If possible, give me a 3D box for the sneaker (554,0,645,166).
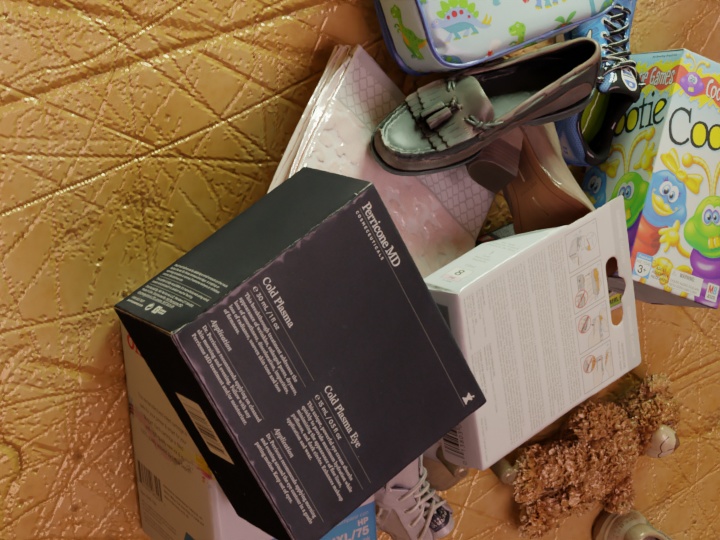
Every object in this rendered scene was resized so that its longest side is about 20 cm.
[{"bbox_3d":[0.211,-0.181,1.641,0.078,0.089,0.201,2,106,-35],"label":"sneaker"}]

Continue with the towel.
[{"bbox_3d":[0.020,-0.051,1.511,0.200,0.032,0.191,45,50,-29],"label":"towel"}]

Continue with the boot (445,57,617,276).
[{"bbox_3d":[0.144,-0.099,1.598,0.070,0.146,0.200,-29,128,30],"label":"boot"}]

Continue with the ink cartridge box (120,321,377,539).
[{"bbox_3d":[-0.088,0.126,1.521,0.146,0.147,0.201,-16,115,-27],"label":"ink cartridge box"}]

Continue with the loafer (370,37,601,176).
[{"bbox_3d":[0.099,-0.136,1.496,0.200,0.072,0.063,-23,158,-21],"label":"loafer"}]

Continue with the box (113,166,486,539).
[{"bbox_3d":[-0.040,0.061,1.376,0.182,0.104,0.200,-36,115,-19],"label":"box"}]

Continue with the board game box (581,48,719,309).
[{"bbox_3d":[0.264,-0.078,1.666,0.105,0.103,0.201,17,84,-27],"label":"board game box"}]

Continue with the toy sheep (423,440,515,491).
[{"bbox_3d":[0.091,0.097,1.636,0.138,0.138,0.200,8,111,-35],"label":"toy sheep"}]

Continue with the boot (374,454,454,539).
[{"bbox_3d":[0.044,0.177,1.591,0.096,0.200,0.074,42,70,7],"label":"boot"}]

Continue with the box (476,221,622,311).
[{"bbox_3d":[0.193,-0.009,1.726,0.200,0.035,0.110,-24,118,-24],"label":"box"}]

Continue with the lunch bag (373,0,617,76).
[{"bbox_3d":[0.102,-0.252,1.534,0.200,0.082,0.161,-23,100,-26],"label":"lunch bag"}]

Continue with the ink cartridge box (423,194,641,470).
[{"bbox_3d":[0.138,0.045,1.541,0.200,0.057,0.163,-32,124,-39],"label":"ink cartridge box"}]

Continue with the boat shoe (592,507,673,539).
[{"bbox_3d":[0.301,0.304,1.891,0.072,0.065,0.200,-47,126,-10],"label":"boat shoe"}]

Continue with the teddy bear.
[{"bbox_3d":[0.222,0.176,1.792,0.200,0.067,0.145,-14,117,-28],"label":"teddy bear"}]
